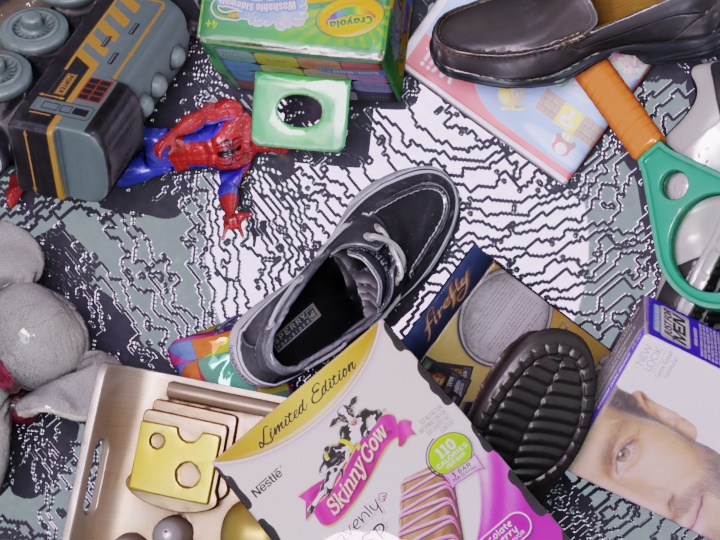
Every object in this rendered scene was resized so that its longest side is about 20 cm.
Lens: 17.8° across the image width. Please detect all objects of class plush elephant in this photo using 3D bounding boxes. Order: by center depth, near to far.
[{"bbox_3d":[-0.241,0.064,1.495,0.154,0.200,0.166,-24,79,-14],"label":"plush elephant"}]

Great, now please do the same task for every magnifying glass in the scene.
[{"bbox_3d":[0.197,-0.060,1.463,0.080,0.022,0.201,-41,62,19],"label":"magnifying glass"}]

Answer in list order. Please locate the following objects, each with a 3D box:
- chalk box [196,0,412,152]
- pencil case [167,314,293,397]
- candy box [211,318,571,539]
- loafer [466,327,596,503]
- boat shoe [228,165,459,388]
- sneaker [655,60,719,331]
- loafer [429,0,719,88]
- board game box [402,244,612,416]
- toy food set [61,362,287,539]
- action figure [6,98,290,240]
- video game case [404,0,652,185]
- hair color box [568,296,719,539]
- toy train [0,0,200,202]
[{"bbox_3d":[-0.031,-0.179,1.476,0.123,0.124,0.202,5,81,7],"label":"chalk box"},{"bbox_3d":[-0.067,0.125,1.508,0.088,0.088,0.202,-13,89,5],"label":"pencil case"},{"bbox_3d":[0.027,0.149,1.347,0.136,0.061,0.200,-40,74,-5],"label":"candy box"},{"bbox_3d":[0.083,0.118,1.436,0.073,0.071,0.201,18,109,-17],"label":"loafer"},{"bbox_3d":[0.000,0.000,1.475,0.200,0.068,0.072,-40,100,-25],"label":"boat shoe"},{"bbox_3d":[0.225,-0.043,1.497,0.080,0.074,0.201,22,91,28],"label":"sneaker"},{"bbox_3d":[0.140,-0.169,1.470,0.198,0.072,0.073,-11,57,1],"label":"loafer"},{"bbox_3d":[0.065,0.102,1.484,0.135,0.035,0.200,36,92,-30],"label":"board game box"},{"bbox_3d":[-0.081,0.145,1.417,0.198,0.060,0.145,11,88,9],"label":"toy food set"},{"bbox_3d":[-0.141,-0.066,1.511,0.198,0.099,0.066,-7,121,4],"label":"action figure"},{"bbox_3d":[0.137,-0.179,1.526,0.143,0.017,0.201,36,93,5],"label":"video game case"},{"bbox_3d":[0.242,0.113,1.449,0.199,0.065,0.110,26,114,-3],"label":"hair color box"},{"bbox_3d":[-0.178,-0.125,1.484,0.113,0.201,0.086,14,135,16],"label":"toy train"}]
